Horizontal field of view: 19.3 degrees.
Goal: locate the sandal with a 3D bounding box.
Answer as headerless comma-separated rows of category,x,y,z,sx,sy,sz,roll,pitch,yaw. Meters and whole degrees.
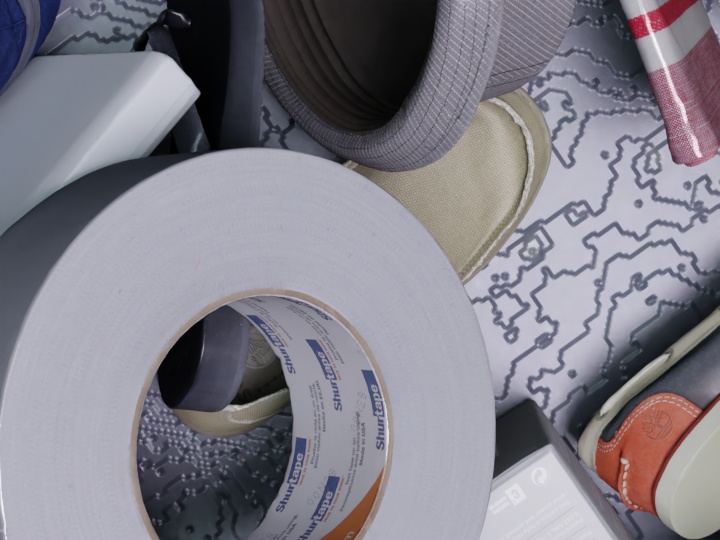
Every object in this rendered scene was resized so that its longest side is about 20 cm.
sandal,-0.068,-0.046,0.823,0.043,0.076,0.202,8,64,-21

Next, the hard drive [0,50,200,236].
hard drive,-0.156,-0.001,0.795,0.026,0.132,0.200,47,71,-25

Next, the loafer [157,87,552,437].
loafer,0.000,0.000,0.865,0.200,0.068,0.076,-43,95,3

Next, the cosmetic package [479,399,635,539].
cosmetic package,0.097,0.161,0.863,0.090,0.107,0.201,-32,94,3

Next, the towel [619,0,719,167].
towel,0.097,-0.143,0.819,0.023,0.144,0.201,-22,95,17

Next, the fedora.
fedora,0.019,-0.138,0.827,0.090,0.177,0.201,-11,56,-32

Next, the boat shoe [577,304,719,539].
boat shoe,0.175,0.025,0.871,0.200,0.062,0.071,-43,130,-12

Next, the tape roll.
tape roll,-0.049,0.059,0.738,0.199,0.066,0.202,0,91,-34

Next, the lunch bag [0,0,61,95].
lunch bag,-0.225,-0.126,0.821,0.136,0.132,0.200,-40,96,18
